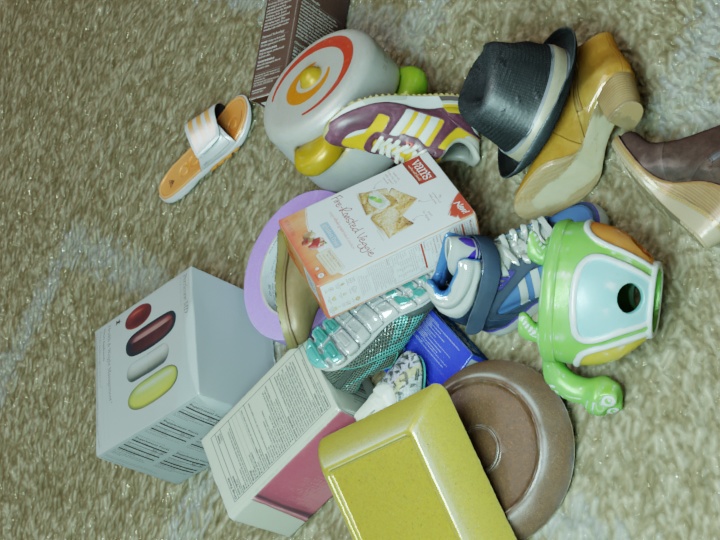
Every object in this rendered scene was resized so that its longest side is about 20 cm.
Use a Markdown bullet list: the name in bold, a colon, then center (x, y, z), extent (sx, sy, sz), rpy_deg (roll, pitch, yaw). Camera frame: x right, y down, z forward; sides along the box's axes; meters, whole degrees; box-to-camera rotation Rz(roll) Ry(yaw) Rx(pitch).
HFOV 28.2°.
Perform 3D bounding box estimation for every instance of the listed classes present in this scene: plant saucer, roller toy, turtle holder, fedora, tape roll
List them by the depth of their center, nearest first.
- **turtle holder**: center (0.236, 0.042, 1.463), extent (0.130, 0.141, 0.187), rpy_deg (6, 69, 18)
- **plant saucer**: center (0.047, 0.248, 1.528), extent (0.199, 0.048, 0.201), rpy_deg (-30, 83, 38)
- **plant saucer**: center (0.133, 0.194, 1.533), extent (0.199, 0.034, 0.203), rpy_deg (-8, 76, 33)
- **fedora**: center (0.169, -0.206, 1.628), extent (0.202, 0.091, 0.201), rpy_deg (-61, 13, 24)
- **roller toy**: center (-0.028, -0.205, 1.819), extent (0.201, 0.140, 0.182), rpy_deg (-51, 33, -5)
- **tape roll**: center (-0.058, 0.002, 1.827), extent (0.199, 0.065, 0.202), rpy_deg (-21, 57, 35)

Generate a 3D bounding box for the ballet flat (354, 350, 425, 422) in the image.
- **ballet flat**: center (0.022, 0.188, 1.610), extent (0.072, 0.072, 0.202), rpy_deg (24, 106, 48)

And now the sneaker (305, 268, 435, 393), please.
- **sneaker**: center (0.030, 0.064, 1.636), extent (0.199, 0.092, 0.078), rpy_deg (-35, 46, -10)

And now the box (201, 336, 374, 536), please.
- **box**: center (-0.075, 0.199, 1.711), extent (0.200, 0.109, 0.128), rpy_deg (-46, 45, 19)

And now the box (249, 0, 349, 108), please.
- **box**: center (-0.083, -0.311, 1.983), extent (0.074, 0.100, 0.202), rpy_deg (-7, 65, 42)

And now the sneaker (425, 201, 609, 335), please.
- **sneaker**: center (0.162, -0.017, 1.558), extent (0.200, 0.146, 0.081), rpy_deg (-44, 45, 20)

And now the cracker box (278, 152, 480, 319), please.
- **cracker box**: center (0.022, -0.043, 1.636), extent (0.199, 0.058, 0.134), rpy_deg (-25, 42, -9)

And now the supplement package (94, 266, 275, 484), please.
- **supplement package**: center (-0.229, 0.139, 1.866), extent (0.199, 0.147, 0.193), rpy_deg (-32, 50, 31)

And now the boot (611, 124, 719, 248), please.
- **boot**: center (0.370, -0.125, 1.484), extent (0.166, 0.072, 0.200), rpy_deg (-42, 44, 5)

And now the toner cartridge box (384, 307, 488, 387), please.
- **toner cartridge box**: center (0.065, 0.084, 1.680), extent (0.095, 0.043, 0.200), rpy_deg (-52, 44, 11)

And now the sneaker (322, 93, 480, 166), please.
- **sneaker**: center (0.054, -0.156, 1.706), extent (0.075, 0.198, 0.091), rpy_deg (128, 129, -60)

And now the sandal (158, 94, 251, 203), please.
- **sandal**: center (-0.240, -0.179, 2.101), extent (0.207, 0.059, 0.080), rpy_deg (-44, 46, 20)

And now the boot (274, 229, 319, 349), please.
- **boot**: center (0.000, 0.000, 1.685), extent (0.198, 0.066, 0.177), rpy_deg (-9, 56, 8)

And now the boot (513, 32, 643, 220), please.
- **boot**: center (0.237, -0.164, 1.630), extent (0.201, 0.070, 0.145), rpy_deg (-48, 32, 26)
